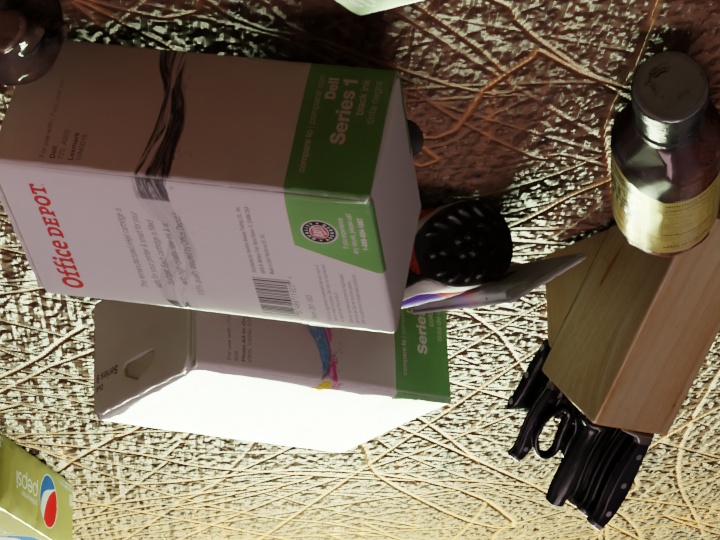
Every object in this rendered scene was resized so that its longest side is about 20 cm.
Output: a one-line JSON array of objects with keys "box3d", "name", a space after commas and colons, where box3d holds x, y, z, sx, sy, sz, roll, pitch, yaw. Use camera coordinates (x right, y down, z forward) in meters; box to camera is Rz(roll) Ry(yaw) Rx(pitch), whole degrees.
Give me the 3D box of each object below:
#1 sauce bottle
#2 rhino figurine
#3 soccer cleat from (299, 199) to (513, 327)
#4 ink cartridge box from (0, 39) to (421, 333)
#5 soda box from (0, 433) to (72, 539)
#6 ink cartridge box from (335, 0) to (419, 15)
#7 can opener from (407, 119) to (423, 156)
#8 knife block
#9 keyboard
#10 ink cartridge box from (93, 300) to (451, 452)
[{"box3d": [0.169, -0.066, 1.516, 0.066, 0.066, 0.200, -3, 160, 5], "name": "sauce bottle"}, {"box3d": [-0.234, -0.113, 1.337, 0.199, 0.060, 0.087, -4, 173, 19], "name": "rhino figurine"}, {"box3d": [0.000, 0.000, 1.646, 0.199, 0.069, 0.073, -11, 173, -40], "name": "soccer cleat"}, {"box3d": [-0.077, -0.044, 1.439, 0.199, 0.085, 0.146, 7, 152, 10], "name": "ink cartridge box"}, {"box3d": [-0.297, 0.185, 2.261, 0.067, 0.064, 0.200, -5, 163, 11], "name": "soda box"}, {"box3d": [0.054, -0.175, 1.152, 0.199, 0.068, 0.117, -10, 160, 29], "name": "ink cartridge box"}, {"box3d": [-0.033, -0.063, 1.551, 0.066, 0.053, 0.200, -32, -175, -37], "name": "can opener"}, {"box3d": [0.172, 0.064, 1.734, 0.064, 0.177, 0.200, 10, 159, -34], "name": "knife block"}, {"box3d": [0.084, 0.009, 1.712, 0.056, 0.011, 0.200, -25, -176, -15], "name": "keyboard"}, {"box3d": [-0.061, 0.056, 1.837, 0.199, 0.088, 0.145, 7, 160, -31], "name": "ink cartridge box"}]
